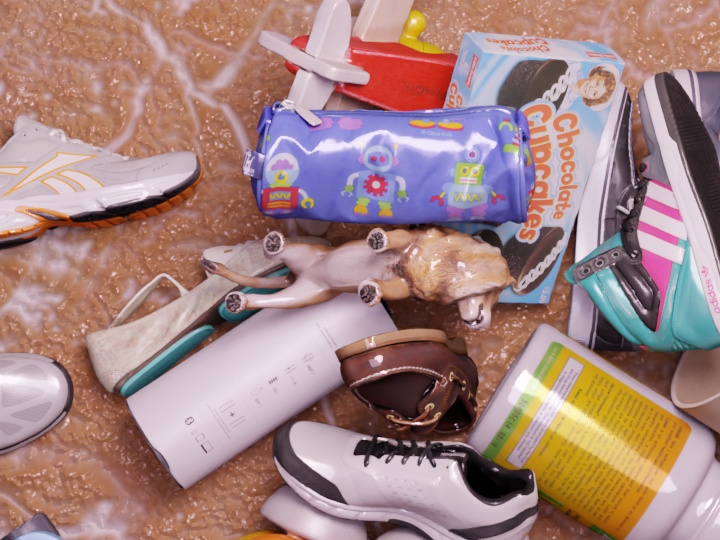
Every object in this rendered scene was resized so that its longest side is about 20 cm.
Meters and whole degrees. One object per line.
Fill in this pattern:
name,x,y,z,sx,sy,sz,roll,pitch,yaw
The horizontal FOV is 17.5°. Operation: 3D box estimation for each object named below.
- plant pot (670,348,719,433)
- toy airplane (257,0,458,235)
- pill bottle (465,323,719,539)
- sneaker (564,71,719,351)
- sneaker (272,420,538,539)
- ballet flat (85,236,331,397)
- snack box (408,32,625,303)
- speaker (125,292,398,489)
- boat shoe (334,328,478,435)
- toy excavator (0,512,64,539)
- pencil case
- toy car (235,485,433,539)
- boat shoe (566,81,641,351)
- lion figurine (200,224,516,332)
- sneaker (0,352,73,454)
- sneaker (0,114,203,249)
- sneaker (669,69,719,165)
plant pot,0.358,0.088,1.677,0.200,0.187,0.187,40,87,-10
toy airplane,0.007,-0.148,1.697,0.200,0.141,0.199,-33,125,-12
pill bottle,0.186,0.135,1.694,0.200,0.111,0.111,32,87,3
sneaker,0.198,-0.030,1.654,0.121,0.084,0.200,-20,73,26
sneaker,0.036,0.143,1.669,0.200,0.074,0.080,19,130,0
ballet flat,-0.117,0.017,1.727,0.200,0.067,0.062,-33,76,1
snack box,0.106,-0.071,1.679,0.116,0.037,0.200,2,119,-26
speaker,-0.068,0.073,1.716,0.200,0.081,0.081,-34,86,-2
boat shoe,0.041,0.081,1.656,0.070,0.200,0.071,-15,79,21
toy excavator,-0.281,0.260,1.645,0.194,0.200,0.100,-34,86,-2
pencil case,0.020,-0.076,1.591,0.199,0.078,0.087,1,125,-1
toy car,-0.018,0.254,1.668,0.200,0.150,0.175,23,86,2
boat shoe,0.194,-0.039,1.724,0.068,0.074,0.200,5,87,4
lion figurine,0.000,0.000,1.641,0.200,0.122,0.073,6,94,30
sneaker,-0.311,0.104,1.698,0.200,0.115,0.076,-11,86,-1
sneaker,-0.218,-0.077,1.734,0.199,0.076,0.092,-11,82,-1
sneaker,0.268,-0.051,1.716,0.079,0.078,0.201,1,79,-4
